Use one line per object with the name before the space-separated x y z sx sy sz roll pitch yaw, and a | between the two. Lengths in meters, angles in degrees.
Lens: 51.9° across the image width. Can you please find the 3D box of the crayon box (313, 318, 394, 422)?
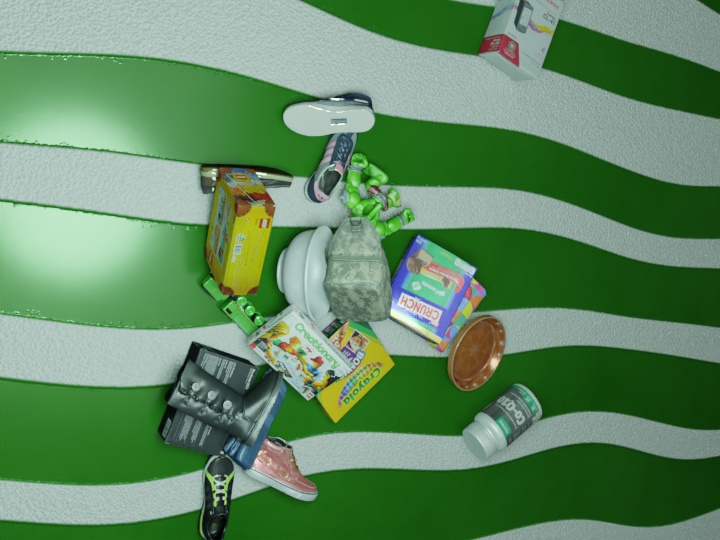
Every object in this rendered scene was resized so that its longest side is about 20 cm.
crayon box | -0.041 0.215 1.704 0.200 0.058 0.174 -42 115 -17

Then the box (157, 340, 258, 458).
box | -0.318 0.270 1.548 0.139 0.079 0.203 23 86 -28

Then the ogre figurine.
ogre figurine | 0.027 -0.154 1.662 0.120 0.097 0.201 -51 130 -25

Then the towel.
towel | -0.221 0.320 1.585 0.112 0.048 0.202 80 31 -62

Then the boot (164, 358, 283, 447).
boot | -0.271 0.236 1.488 0.198 0.066 0.167 30 65 -12

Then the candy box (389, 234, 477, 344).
candy box | 0.153 0.045 1.741 0.167 0.077 0.203 28 84 -2

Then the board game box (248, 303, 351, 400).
board game box | -0.127 0.176 1.571 0.125 0.035 0.200 -35 118 14

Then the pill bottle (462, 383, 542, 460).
pill bottle | 0.369 0.397 1.932 0.199 0.113 0.115 -34 113 -21

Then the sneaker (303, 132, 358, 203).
sneaker | -0.049 -0.236 1.612 0.069 0.082 0.203 27 84 -28

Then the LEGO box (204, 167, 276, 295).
LEGO box | -0.241 -0.076 1.454 0.076 0.149 0.203 0 124 -28

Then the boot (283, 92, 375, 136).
boot | -0.067 -0.342 1.599 0.196 0.091 0.074 3 128 -5

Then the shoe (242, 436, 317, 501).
shoe | -0.163 0.444 1.666 0.198 0.071 0.092 31 89 -25

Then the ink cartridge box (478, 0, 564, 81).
ink cartridge box | 0.391 -0.587 1.799 0.146 0.085 0.203 21 89 -30

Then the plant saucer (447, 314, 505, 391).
plant saucer | 0.293 0.208 1.883 0.198 0.032 0.204 -19 120 -35

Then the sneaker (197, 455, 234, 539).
sneaker | -0.300 0.496 1.592 0.071 0.082 0.204 3 97 -29

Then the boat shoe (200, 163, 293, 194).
boat shoe | -0.236 -0.181 1.529 0.197 0.072 0.067 1 108 -29

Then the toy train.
toy train | -0.262 0.079 1.571 0.056 0.042 0.201 -41 116 -6

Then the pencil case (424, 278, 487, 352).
pencil case | 0.229 0.103 1.824 0.201 0.088 0.088 -50 117 -12

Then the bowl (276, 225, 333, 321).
bowl | -0.121 0.003 1.585 0.201 0.089 0.206 5 90 -73

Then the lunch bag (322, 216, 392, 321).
lunch bag | 0.000 0.000 1.600 0.201 0.136 0.171 71 24 -60
